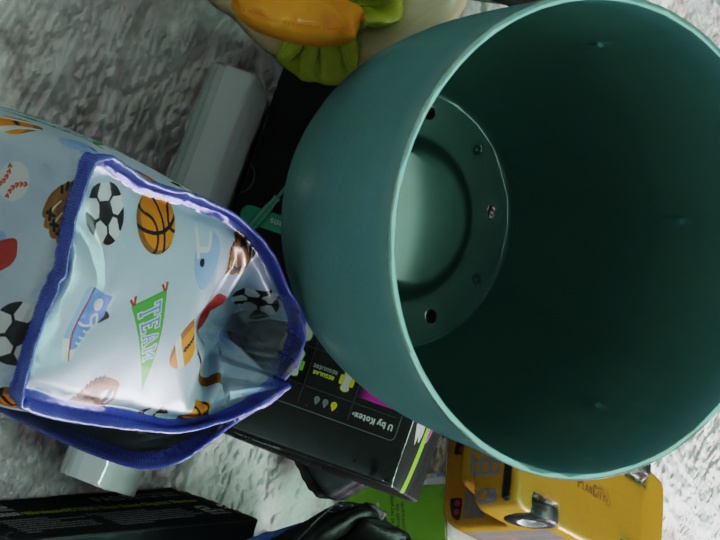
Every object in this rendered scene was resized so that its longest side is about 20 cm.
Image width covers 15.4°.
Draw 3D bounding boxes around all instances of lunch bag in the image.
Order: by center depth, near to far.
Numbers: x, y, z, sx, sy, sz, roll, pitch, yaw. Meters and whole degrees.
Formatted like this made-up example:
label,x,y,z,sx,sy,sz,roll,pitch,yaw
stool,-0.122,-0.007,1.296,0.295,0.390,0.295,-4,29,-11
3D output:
label,x,y,z,sx,sy,sz,roll,pitch,yaw
lunch bag,-0.134,0.002,1.111,0.200,0.169,0.125,17,93,-62

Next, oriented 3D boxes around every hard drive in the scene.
label,x,y,z,sx,sy,sz,roll,pitch,yaw
hard drive,-0.090,0.008,1.274,0.132,0.026,0.201,78,31,-83

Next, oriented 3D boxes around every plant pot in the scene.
label,x,y,z,sx,sy,sz,roll,pitch,yaw
plant pot,0.057,-0.020,1.162,0.199,0.161,0.202,-3,96,-31

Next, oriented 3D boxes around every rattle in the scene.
label,x,y,z,sx,sy,sz,roll,pitch,yaw
rattle,0.009,-0.188,1.191,0.200,0.130,0.143,-49,157,0

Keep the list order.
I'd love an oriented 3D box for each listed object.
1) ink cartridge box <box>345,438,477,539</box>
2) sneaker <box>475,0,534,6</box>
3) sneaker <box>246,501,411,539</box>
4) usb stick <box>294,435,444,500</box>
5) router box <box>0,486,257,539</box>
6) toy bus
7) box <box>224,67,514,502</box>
label,x,y,z,sx,sy,sz,roll,pitch,yaw
ink cartridge box,0.055,0.120,1.573,0.147,0.075,0.202,4,81,-58
sneaker,0.068,-0.191,1.350,0.200,0.115,0.075,70,39,-70
sneaker,-0.007,0.157,1.315,0.199,0.111,0.077,8,73,-57
usb stick,0.044,0.058,1.424,0.056,0.199,0.033,58,26,5
router box,-0.140,0.188,1.295,0.200,0.062,0.151,2,102,-59
toy bus,0.110,0.129,1.513,0.200,0.078,0.066,31,60,-53
box,0.000,0.000,1.331,0.149,0.123,0.201,49,60,-81
